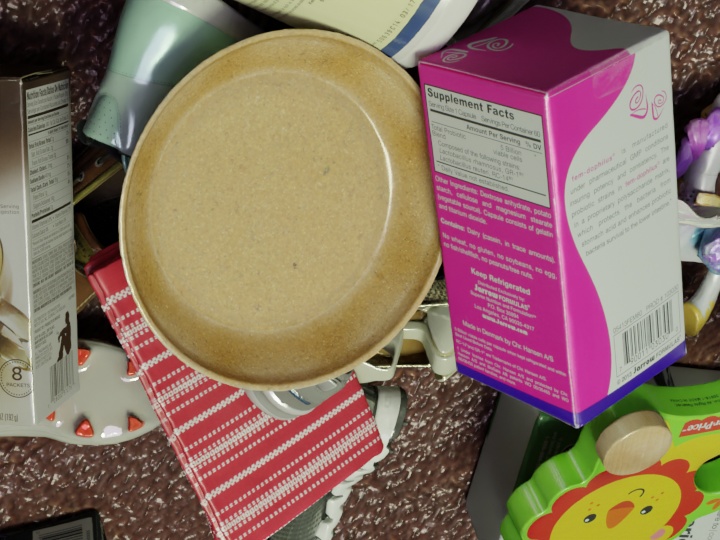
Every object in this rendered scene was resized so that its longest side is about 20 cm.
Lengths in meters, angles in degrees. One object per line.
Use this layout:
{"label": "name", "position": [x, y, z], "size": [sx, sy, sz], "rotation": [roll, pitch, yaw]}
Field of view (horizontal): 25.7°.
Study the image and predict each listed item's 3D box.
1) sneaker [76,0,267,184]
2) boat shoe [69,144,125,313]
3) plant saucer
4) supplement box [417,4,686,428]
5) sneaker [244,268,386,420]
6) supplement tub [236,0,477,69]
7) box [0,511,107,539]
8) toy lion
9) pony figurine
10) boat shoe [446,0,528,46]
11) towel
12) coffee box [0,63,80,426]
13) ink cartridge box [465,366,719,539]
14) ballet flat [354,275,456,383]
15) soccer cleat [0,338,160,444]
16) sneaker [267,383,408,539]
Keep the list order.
{"label": "sneaker", "position": [-0.082, -0.086, 0.924], "size": [0.200, 0.073, 0.119], "rotation": [24, 92, -50]}
{"label": "boat shoe", "position": [-0.171, -0.027, 0.984], "size": [0.072, 0.068, 0.201], "rotation": [27, 112, -24]}
{"label": "plant saucer", "position": [-0.043, -0.035, 0.875], "size": [0.198, 0.035, 0.202], "rotation": [-7, 108, -24]}
{"label": "supplement box", "position": [0.111, -0.033, 0.886], "size": [0.101, 0.103, 0.202], "rotation": [-28, 124, -33]}
{"label": "sneaker", "position": [0.000, 0.000, 0.974], "size": [0.074, 0.201, 0.082], "rotation": [33, 153, -29]}
{"label": "supplement tub", "position": [-0.032, -0.210, 0.859], "size": [0.199, 0.145, 0.146], "rotation": [21, 114, -22]}
{"label": "box", "position": [-0.213, 0.295, 1.133], "size": [0.105, 0.123, 0.201], "rotation": [-12, 122, -4]}
{"label": "toy lion", "position": [0.194, 0.136, 1.049], "size": [0.198, 0.069, 0.193], "rotation": [-8, 136, -20]}
{"label": "pony figurine", "position": [0.185, -0.031, 1.020], "size": [0.192, 0.166, 0.202], "rotation": [-8, 124, -44]}
{"label": "boat shoe", "position": [0.112, -0.216, 0.929], "size": [0.074, 0.065, 0.202], "rotation": [36, 108, -27]}
{"label": "towel", "position": [-0.074, 0.056, 0.973], "size": [0.144, 0.022, 0.201], "rotation": [-32, 102, -37]}
{"label": "coffee box", "position": [-0.231, -0.019, 0.924], "size": [0.112, 0.080, 0.202], "rotation": [2, 103, 10]}
{"label": "ink cartridge box", "position": [0.193, 0.147, 1.147], "size": [0.198, 0.083, 0.148], "rotation": [5, 120, -14]}
{"label": "ballet flat", "position": [0.021, 0.046, 1.060], "size": [0.198, 0.076, 0.068], "rotation": [-5, 123, -8]}
{"label": "soccer cleat", "position": [-0.221, 0.079, 1.035], "size": [0.198, 0.078, 0.070], "rotation": [-1, 88, -4]}
{"label": "sneaker", "position": [-0.048, 0.143, 1.106], "size": [0.090, 0.067, 0.201], "rotation": [22, 123, -15]}
